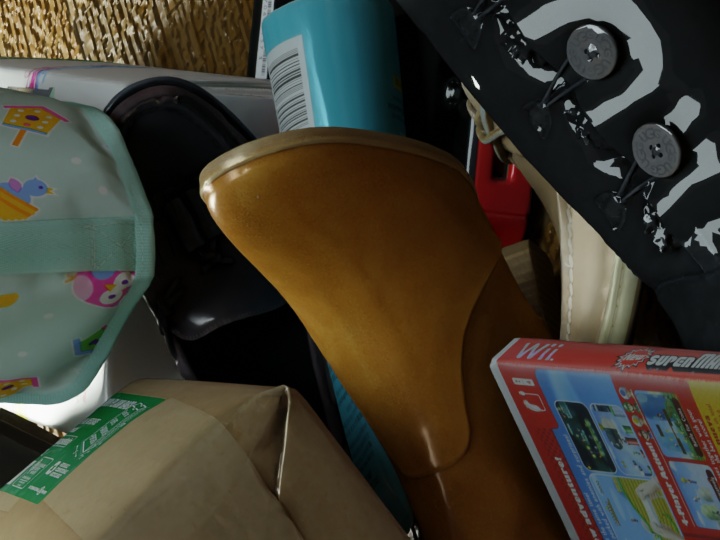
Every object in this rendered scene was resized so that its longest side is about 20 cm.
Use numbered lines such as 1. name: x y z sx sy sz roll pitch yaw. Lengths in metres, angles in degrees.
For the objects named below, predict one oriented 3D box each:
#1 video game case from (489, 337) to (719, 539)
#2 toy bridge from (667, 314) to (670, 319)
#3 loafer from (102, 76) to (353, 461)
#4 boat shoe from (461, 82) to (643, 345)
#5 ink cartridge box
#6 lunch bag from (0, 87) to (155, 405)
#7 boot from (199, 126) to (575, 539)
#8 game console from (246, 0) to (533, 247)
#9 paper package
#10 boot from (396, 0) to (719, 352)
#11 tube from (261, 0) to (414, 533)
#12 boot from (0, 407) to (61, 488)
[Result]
1. video game case: 0.136 0.088 0.879 0.199 0.017 0.144 2 125 51
2. toy bridge: 0.132 0.007 0.947 0.067 0.027 0.201 -10 80 50
3. loafer: -0.040 0.023 1.073 0.063 0.072 0.201 -122 9 -73
4. boat shoe: 0.066 -0.062 0.988 0.071 0.064 0.201 89 179 -73
5. ink cartridge box: -0.109 -0.012 1.189 0.200 0.084 0.146 12 100 58
6. lunch bag: -0.181 -0.012 1.048 0.200 0.169 0.123 -162 74 -64
7. boot: 0.025 0.044 0.950 0.070 0.201 0.145 -22 63 28
8. game console: 0.011 -0.094 1.114 0.176 0.031 0.201 8 93 57
9. paper package: -0.036 0.137 0.981 0.191 0.103 0.200 56 164 -10
10. boot: 0.117 -0.071 0.886 0.165 0.066 0.201 -42 71 28
11. tube: 0.000 0.000 1.050 0.077 0.050 0.201 90 173 -77
12. boot: -0.110 0.096 1.131 0.074 0.200 0.075 -51 30 7
